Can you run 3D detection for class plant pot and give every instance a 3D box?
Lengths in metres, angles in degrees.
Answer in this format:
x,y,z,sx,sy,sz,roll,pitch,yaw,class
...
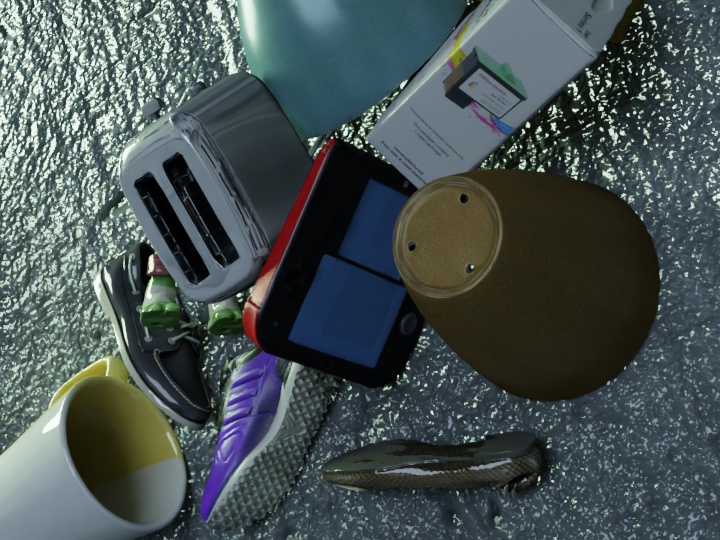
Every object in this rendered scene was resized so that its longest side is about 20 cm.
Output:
x,y,z,sx,sy,sz,roll,pitch,yaw,class
0.113,-0.005,1.369,0.185,0.200,0.188,-8,74,28,plant pot
-0.027,-0.228,1.486,0.200,0.135,0.200,-34,22,16,plant pot

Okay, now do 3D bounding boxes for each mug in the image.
x,y,z,sx,sy,sz,roll,pitch,yaw,class
-0.255,0.188,1.600,0.153,0.187,0.150,-33,96,30,mug

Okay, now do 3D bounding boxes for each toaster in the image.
x,y,z,sx,sy,sz,roll,pitch,yaw,class
-0.108,-0.058,1.439,0.113,0.129,0.201,-27,93,35,toaster

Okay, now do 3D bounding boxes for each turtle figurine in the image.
x,y,z,sx,sy,sz,roll,pitch,yaw,class
-0.138,-0.052,1.560,0.199,0.144,0.195,-16,66,30,turtle figurine

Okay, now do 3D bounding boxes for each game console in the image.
x,y,z,sx,sy,sz,roll,pitch,yaw,class
0.000,0.000,1.434,0.031,0.200,0.178,30,95,39,game console

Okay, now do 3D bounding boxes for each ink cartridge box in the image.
x,y,z,sx,sy,sz,roll,pitch,yaw,class
0.114,-0.168,1.398,0.084,0.145,0.200,42,129,-7,ink cartridge box

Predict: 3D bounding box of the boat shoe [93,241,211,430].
x,y,z,sx,sy,sz,roll,pitch,yaw,class
-0.181,0.056,1.605,0.063,0.073,0.200,-44,56,18,boat shoe

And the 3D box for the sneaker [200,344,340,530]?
x,y,z,sx,sy,sz,roll,pitch,yaw,class
-0.093,0.128,1.543,0.099,0.069,0.201,30,90,39,sneaker

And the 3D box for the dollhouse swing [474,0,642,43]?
x,y,z,sx,sy,sz,roll,pitch,yaw,class
0.137,-0.316,1.443,0.199,0.176,0.182,28,93,31,dollhouse swing

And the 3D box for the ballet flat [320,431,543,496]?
x,y,z,sx,sy,sz,roll,pitch,yaw,class
0.059,0.167,1.448,0.199,0.067,0.047,-8,107,26,ballet flat
